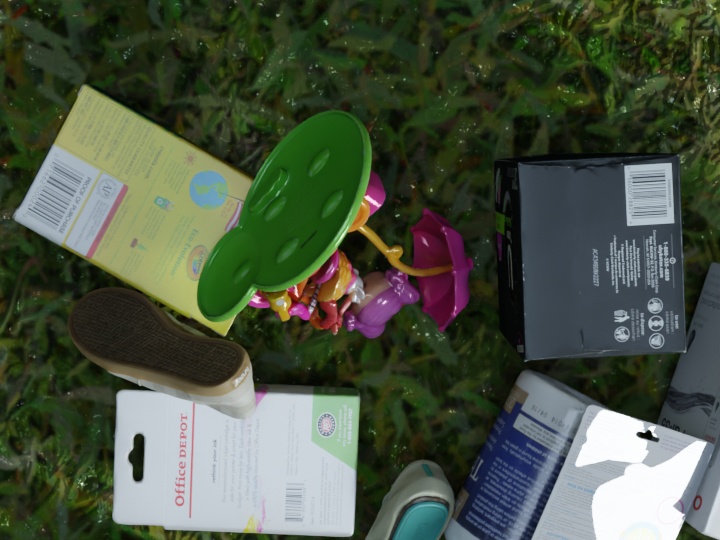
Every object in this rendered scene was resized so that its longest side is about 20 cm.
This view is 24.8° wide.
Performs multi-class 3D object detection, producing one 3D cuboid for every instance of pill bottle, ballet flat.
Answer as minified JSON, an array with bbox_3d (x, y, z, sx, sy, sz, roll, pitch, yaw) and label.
[{"bbox_3d":[0.135,0.192,1.329,0.110,0.111,0.202,27,93,-2],"label":"pill bottle"},{"bbox_3d":[0.022,0.237,1.351,0.069,0.070,0.201,27,119,-1],"label":"ballet flat"}]

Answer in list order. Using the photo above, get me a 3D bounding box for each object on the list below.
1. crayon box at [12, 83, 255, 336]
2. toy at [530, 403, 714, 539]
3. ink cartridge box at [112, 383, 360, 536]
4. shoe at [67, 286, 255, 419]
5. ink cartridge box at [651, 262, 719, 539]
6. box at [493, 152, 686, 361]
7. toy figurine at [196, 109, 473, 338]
[{"bbox_3d":[-0.167,-0.049,1.343,0.199,0.051,0.128,30,94,-1],"label":"crayon box"},{"bbox_3d":[0.179,0.203,1.259,0.114,0.047,0.202,18,98,-20],"label":"toy"},{"bbox_3d":[-0.101,0.153,1.349,0.197,0.067,0.119,3,93,-1],"label":"ink cartridge box"},{"bbox_3d":[-0.160,0.070,1.315,0.199,0.054,0.070,21,64,37],"label":"shoe"},{"bbox_3d":[0.308,0.108,1.299,0.082,0.146,0.202,17,94,-13],"label":"ink cartridge box"},{"bbox_3d":[0.173,-0.016,1.269,0.123,0.200,0.151,-3,94,-1],"label":"box"},{"bbox_3d":[0.000,0.000,1.299,0.183,0.151,0.200,30,115,-34],"label":"toy figurine"}]
